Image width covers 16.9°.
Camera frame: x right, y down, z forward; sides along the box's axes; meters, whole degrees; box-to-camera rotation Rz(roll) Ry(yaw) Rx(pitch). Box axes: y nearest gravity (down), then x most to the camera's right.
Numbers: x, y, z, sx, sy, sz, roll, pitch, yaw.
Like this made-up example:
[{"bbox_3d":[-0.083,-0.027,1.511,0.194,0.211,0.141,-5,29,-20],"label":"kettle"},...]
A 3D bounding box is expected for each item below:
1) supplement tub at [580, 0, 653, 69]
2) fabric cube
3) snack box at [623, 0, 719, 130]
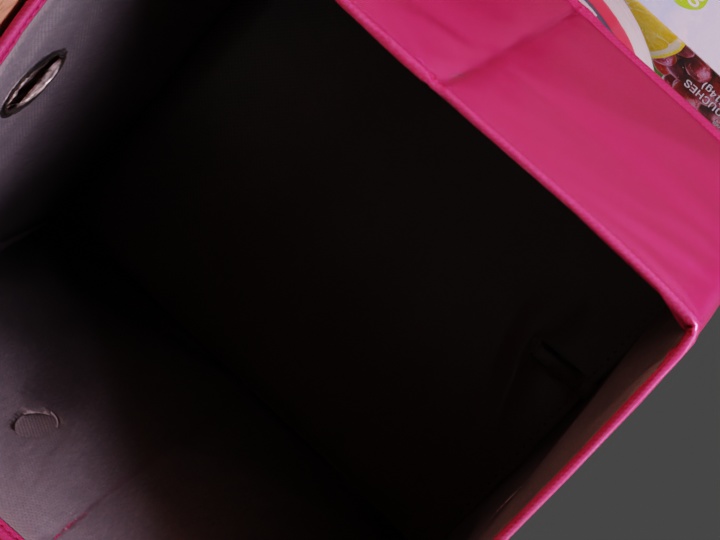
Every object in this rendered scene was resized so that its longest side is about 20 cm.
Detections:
[{"bbox_3d":[0.023,-0.048,0.996,0.200,0.140,0.140,-40,172,-48],"label":"supplement tub"},{"bbox_3d":[-0.011,-0.004,0.759,0.196,0.200,0.199,-49,176,22],"label":"fabric cube"},{"bbox_3d":[0.125,-0.095,1.116,0.068,0.200,0.169,-43,175,-25],"label":"snack box"}]
